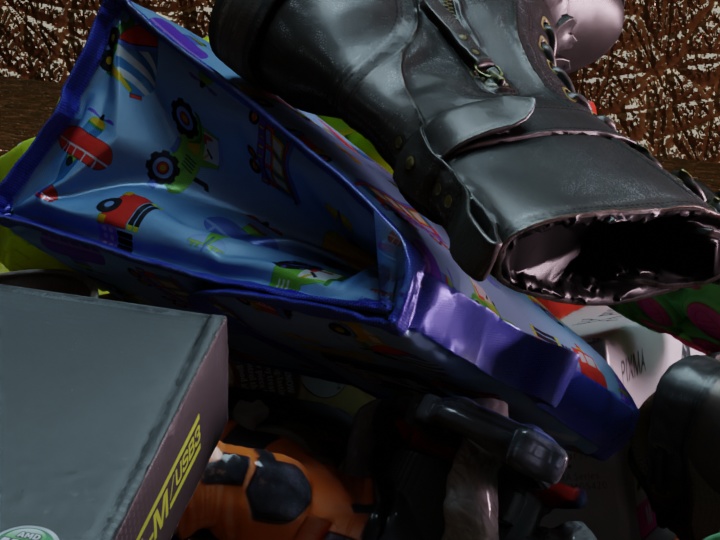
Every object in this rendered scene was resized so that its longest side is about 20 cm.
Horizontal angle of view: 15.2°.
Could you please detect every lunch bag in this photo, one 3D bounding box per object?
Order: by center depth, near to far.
[{"bbox_3d":[0.000,0.000,0.925,0.200,0.094,0.151,25,-6,39],"label":"lunch bag"}]

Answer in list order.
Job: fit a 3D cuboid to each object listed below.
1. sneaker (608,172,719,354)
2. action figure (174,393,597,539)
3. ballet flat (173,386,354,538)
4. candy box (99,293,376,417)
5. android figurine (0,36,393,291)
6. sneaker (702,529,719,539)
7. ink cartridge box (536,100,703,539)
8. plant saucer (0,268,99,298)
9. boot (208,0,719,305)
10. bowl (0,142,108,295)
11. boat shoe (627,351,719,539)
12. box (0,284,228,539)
[{"bbox_3d":[0.140,-0.010,0.998,0.077,0.084,0.200,21,-1,28],"label":"sneaker"},{"bbox_3d":[-0.007,0.088,0.894,0.193,0.105,0.200,13,-7,-2],"label":"action figure"},{"bbox_3d":[-0.085,0.068,0.988,0.200,0.073,0.073,7,8,-15],"label":"ballet flat"},{"bbox_3d":[-0.067,0.036,1.102,0.200,0.055,0.115,-9,8,-1],"label":"candy box"},{"bbox_3d":[-0.067,-0.041,1.092,0.200,0.041,0.182,-18,-18,12],"label":"android figurine"},{"bbox_3d":[0.126,0.098,0.855,0.200,0.089,0.077,-2,12,-44],"label":"sneaker"},{"bbox_3d":[0.100,0.020,1.077,0.044,0.174,0.200,-5,5,18],"label":"ink cartridge box"},{"bbox_3d":[-0.176,0.055,0.898,0.200,0.032,0.200,-20,16,6],"label":"plant saucer"},{"bbox_3d":[0.061,-0.045,0.893,0.200,0.069,0.174,-10,39,-42],"label":"boot"},{"bbox_3d":[-0.121,-0.007,1.266,0.200,0.108,0.200,-1,5,0],"label":"bowl"},{"bbox_3d":[0.131,0.064,0.979,0.066,0.072,0.201,31,-8,9],"label":"boat shoe"},{"bbox_3d":[-0.156,0.067,0.741,0.200,0.048,0.193,8,37,12],"label":"box"}]
